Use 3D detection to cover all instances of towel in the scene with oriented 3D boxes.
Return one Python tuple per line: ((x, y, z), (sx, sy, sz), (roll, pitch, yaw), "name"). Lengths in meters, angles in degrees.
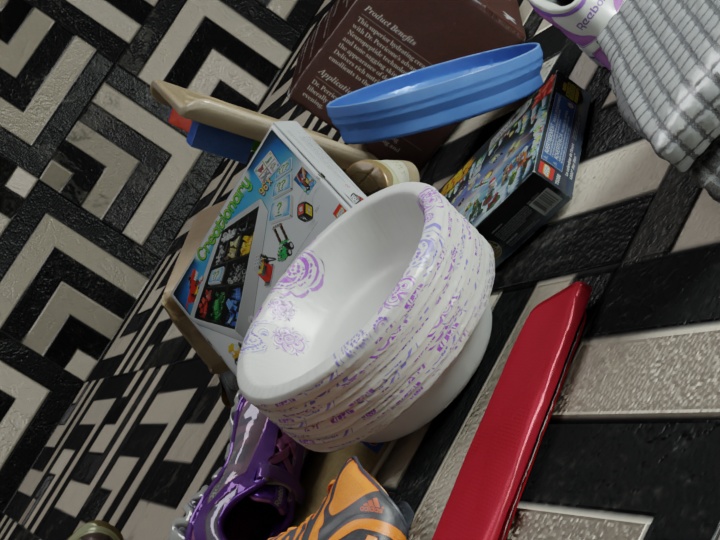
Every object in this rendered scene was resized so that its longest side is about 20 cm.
((0.221, -0.140, 0.757), (0.166, 0.085, 0.200), (-53, 15, 20), "towel")

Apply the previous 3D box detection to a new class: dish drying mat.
((0.088, 0.100, 0.796), (0.077, 0.018, 0.200), (-36, 25, 58), "dish drying mat")

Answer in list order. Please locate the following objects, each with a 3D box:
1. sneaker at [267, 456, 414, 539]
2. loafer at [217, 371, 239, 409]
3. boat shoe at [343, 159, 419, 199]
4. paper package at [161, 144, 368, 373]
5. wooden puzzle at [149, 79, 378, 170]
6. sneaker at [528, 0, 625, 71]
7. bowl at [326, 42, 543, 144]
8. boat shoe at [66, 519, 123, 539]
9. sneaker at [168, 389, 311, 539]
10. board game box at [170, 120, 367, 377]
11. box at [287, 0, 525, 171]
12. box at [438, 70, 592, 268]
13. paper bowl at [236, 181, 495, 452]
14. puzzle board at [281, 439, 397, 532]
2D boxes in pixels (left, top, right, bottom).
((-0.026, 0.189, 0.898), (0.200, 0.078, 0.112), (-14, 39, 55), "sneaker")
((-0.128, 0.113, 1.423), (0.072, 0.073, 0.200), (-60, 12, -2), "loafer")
((0.000, 0.000, 1.121), (0.065, 0.072, 0.200), (-10, -56, -51), "boat shoe")
((-0.068, -0.017, 1.278), (0.200, 0.104, 0.191), (-23, 24, 15), "paper package")
((-0.096, -0.121, 1.229), (0.046, 0.185, 0.200), (-71, 21, 6), "wooden puzzle")
((0.173, -0.209, 1.021), (0.073, 0.114, 0.201), (-55, 12, 13), "sneaker")
((0.070, -0.159, 1.202), (0.200, 0.039, 0.201), (-16, 12, 4), "bowl")
((-0.365, 0.381, 1.624), (0.201, 0.072, 0.066), (-44, 12, 27), "boat shoe")
((-0.073, 0.157, 1.052), (0.088, 0.080, 0.200), (-8, 53, 64), "sneaker")
((-0.072, -0.008, 1.112), (0.035, 0.126, 0.200), (-11, -37, -52), "board game box")
((0.048, -0.238, 1.417), (0.200, 0.166, 0.164), (-50, 14, 22), "box")
((0.100, -0.051, 1.061), (0.200, 0.040, 0.137), (-46, 16, 40), "box")
((0.013, 0.042, 0.958), (0.201, 0.104, 0.201), (-37, 25, 21), "paper bowl")
((-0.021, 0.156, 1.056), (0.151, 0.017, 0.200), (-56, 14, -6), "puzzle board")
